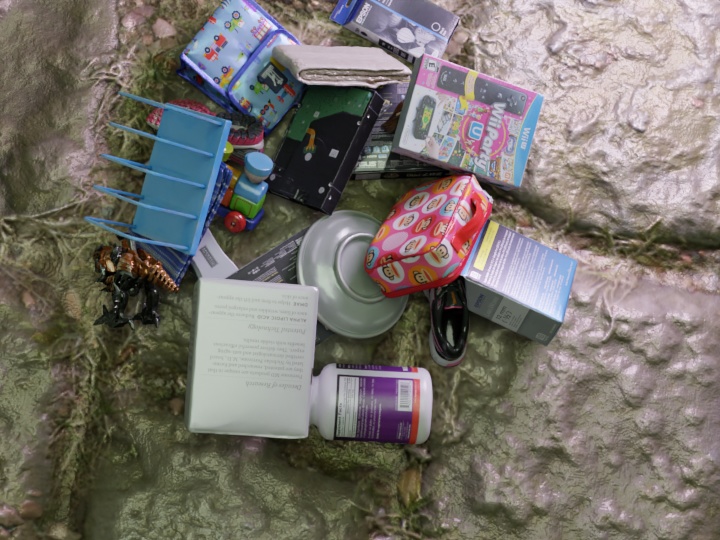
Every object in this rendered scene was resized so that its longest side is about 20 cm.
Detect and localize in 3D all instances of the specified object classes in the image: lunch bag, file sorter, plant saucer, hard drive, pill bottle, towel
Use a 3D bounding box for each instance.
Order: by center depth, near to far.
[{"bbox_3d":[-0.297,-0.143,1.415,0.137,0.122,0.203,20,95,35],"label":"file sorter"},{"bbox_3d":[0.110,-0.058,1.439,0.082,0.175,0.201,52,45,-23],"label":"lunch bag"},{"bbox_3d":[0.005,0.198,1.464,0.196,0.113,0.114,3,79,-1],"label":"pill bottle"},{"bbox_3d":[-0.280,-0.096,1.481,0.144,0.024,0.202,35,103,31],"label":"towel"},{"bbox_3d":[0.000,0.000,1.492,0.197,0.050,0.204,9,71,-28],"label":"plant saucer"},{"bbox_3d":[-0.030,-0.320,1.533,0.197,0.133,0.035,-3,117,-24],"label":"towel"},{"bbox_3d":[-0.060,-0.198,1.534,0.138,0.038,0.202,20,84,35],"label":"hard drive"},{"bbox_3d":[-0.172,-0.324,1.578,0.199,0.094,0.151,38,78,-8],"label":"lunch bag"}]

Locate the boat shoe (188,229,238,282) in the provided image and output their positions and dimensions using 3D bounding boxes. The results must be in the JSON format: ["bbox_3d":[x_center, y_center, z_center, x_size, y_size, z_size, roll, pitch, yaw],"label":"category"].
[{"bbox_3d":[-0.227,0.004,1.518,0.068,0.057,0.202,-27,84,-17],"label":"boat shoe"}]

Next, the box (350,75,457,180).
[{"bbox_3d":[0.077,-0.231,1.580,0.196,0.049,0.164,-3,81,-4],"label":"box"}]

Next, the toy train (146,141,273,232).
[{"bbox_3d":[-0.232,-0.154,1.507,0.198,0.085,0.117,27,123,3],"label":"toy train"}]

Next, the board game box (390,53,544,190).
[{"bbox_3d":[0.161,-0.223,1.482,0.197,0.064,0.150,17,86,-10],"label":"board game box"}]

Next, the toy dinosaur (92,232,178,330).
[{"bbox_3d":[-0.343,0.015,1.461,0.101,0.199,0.138,2,97,-26],"label":"toy dinosaur"}]

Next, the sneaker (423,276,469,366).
[{"bbox_3d":[0.140,0.042,1.512,0.079,0.086,0.203,-8,79,-6],"label":"sneaker"}]

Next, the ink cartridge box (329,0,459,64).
[{"bbox_3d":[0.056,-0.416,1.619,0.198,0.039,0.100,27,80,3],"label":"ink cartridge box"}]

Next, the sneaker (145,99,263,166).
[{"bbox_3d":[-0.249,-0.211,1.552,0.197,0.075,0.081,17,45,13],"label":"sneaker"}]

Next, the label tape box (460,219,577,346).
[{"bbox_3d":[0.222,0.009,1.503,0.198,0.067,0.144,24,46,4],"label":"label tape box"}]

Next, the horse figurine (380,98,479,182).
[{"bbox_3d":[0.136,-0.224,1.534,0.197,0.050,0.134,21,82,-4],"label":"horse figurine"}]

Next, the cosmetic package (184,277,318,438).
[{"bbox_3d":[-0.155,0.119,1.356,0.162,0.165,0.204,4,87,-11],"label":"cosmetic package"}]

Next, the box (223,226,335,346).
[{"bbox_3d":[-0.120,0.053,1.486,0.199,0.043,0.162,-33,94,-20],"label":"box"}]
